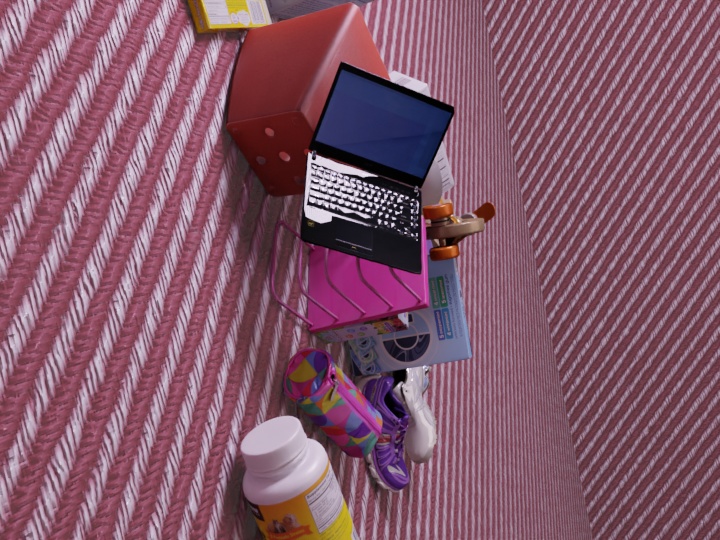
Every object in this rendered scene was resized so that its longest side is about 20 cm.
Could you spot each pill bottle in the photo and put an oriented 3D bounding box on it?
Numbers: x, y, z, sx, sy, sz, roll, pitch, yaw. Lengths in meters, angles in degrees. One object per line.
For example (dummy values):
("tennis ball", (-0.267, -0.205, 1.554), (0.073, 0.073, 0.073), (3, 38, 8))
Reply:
("pill bottle", (-0.074, 0.283, 0.911), (0.110, 0.107, 0.205), (-53, 127, -61))

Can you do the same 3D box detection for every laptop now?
("laptop", (0.026, -0.124, 0.956), (0.173, 0.103, 0.205), (15, 60, -23))

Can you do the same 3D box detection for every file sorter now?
("file sorter", (-0.017, -0.016, 1.081), (0.125, 0.195, 0.143), (39, 44, -51))

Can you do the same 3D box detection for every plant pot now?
("plant pot", (-0.075, -0.218, 1.068), (0.202, 0.195, 0.179), (57, 43, -39))

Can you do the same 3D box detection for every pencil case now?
("pencil case", (-0.035, 0.192, 1.084), (0.201, 0.086, 0.090), (54, 32, -46))

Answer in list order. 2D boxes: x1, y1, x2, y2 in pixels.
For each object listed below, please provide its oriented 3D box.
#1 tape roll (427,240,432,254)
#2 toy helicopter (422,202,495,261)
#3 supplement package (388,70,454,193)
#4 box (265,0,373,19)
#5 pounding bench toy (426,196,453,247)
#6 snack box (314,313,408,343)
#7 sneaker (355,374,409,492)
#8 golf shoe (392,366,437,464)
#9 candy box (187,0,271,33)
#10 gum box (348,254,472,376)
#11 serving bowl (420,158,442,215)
("tape roll", (0.068, 0.019, 1.367), (0.199, 0.083, 0.207), (1, 90, -65))
("toy helicopter", (0.128, -0.069, 1.206), (0.129, 0.199, 0.081), (-15, 98, -25))
("supplement package", (0.072, -0.221, 1.325), (0.114, 0.108, 0.203), (40, -23, 51))
("box", (-0.048, -0.489, 1.229), (0.183, 0.195, 0.108), (-31, 106, -66))
("pounding bench toy", (0.107, -0.069, 1.496), (0.156, 0.121, 0.205), (40, 44, -56))
("snack box", (0.000, 0.000, 1.183), (0.053, 0.139, 0.205), (44, 40, -55))
("sneaker", (0.048, 0.269, 1.246), (0.081, 0.081, 0.205), (-42, 119, -64))
("golf shoe", (0.084, 0.248, 1.383), (0.096, 0.077, 0.205), (23, 51, -43))
("candy box", (-0.188, -0.391, 1.070), (0.200, 0.026, 0.105), (-43, 116, -65))
("gum box", (0.071, 0.071, 1.236), (0.044, 0.194, 0.175), (-8, 88, -75))
("serving bowl", (0.039, -0.162, 1.228), (0.066, 0.198, 0.203), (-40, 123, -25))
